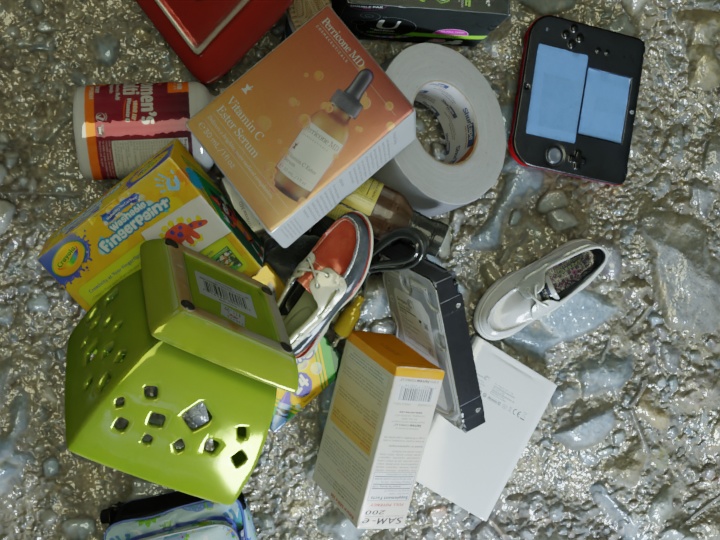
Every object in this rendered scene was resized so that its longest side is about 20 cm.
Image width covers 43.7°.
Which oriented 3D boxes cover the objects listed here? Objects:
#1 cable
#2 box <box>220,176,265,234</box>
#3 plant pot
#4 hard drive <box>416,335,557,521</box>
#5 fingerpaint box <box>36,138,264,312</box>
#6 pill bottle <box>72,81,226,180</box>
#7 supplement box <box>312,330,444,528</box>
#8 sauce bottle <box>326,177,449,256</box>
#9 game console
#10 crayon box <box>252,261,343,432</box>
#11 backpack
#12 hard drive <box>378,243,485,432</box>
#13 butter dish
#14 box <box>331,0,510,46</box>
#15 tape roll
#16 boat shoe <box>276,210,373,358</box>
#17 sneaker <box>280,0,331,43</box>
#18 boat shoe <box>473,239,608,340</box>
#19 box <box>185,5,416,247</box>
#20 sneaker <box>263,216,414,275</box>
[{"bbox_3d":[0.000,0.000,1.059,0.200,0.050,0.098,-42,73,28],"label":"cable"},{"bbox_3d":[-0.070,-0.113,1.118,0.198,0.068,0.083,-25,94,-9],"label":"box"},{"bbox_3d":[-0.184,0.094,0.952,0.198,0.200,0.182,26,110,-29],"label":"plant pot"},{"bbox_3d":[0.157,0.207,1.183,0.131,0.025,0.202,30,85,-9],"label":"hard drive"},{"bbox_3d":[-0.238,-0.023,1.039,0.199,0.074,0.167,-35,113,12],"label":"fingerpaint box"},{"bbox_3d":[-0.234,-0.167,1.068,0.196,0.110,0.112,-4,91,-10],"label":"pill bottle"},{"bbox_3d":[0.019,0.190,1.083,0.073,0.126,0.203,8,102,-31],"label":"supplement box"},{"bbox_3d":[0.008,-0.075,1.054,0.198,0.065,0.065,27,86,-1],"label":"sauce bottle"},{"bbox_3d":[0.291,-0.227,1.201,0.174,0.031,0.204,10,89,-10],"label":"game console"},{"bbox_3d":[-0.124,0.082,1.119,0.125,0.052,0.201,-40,96,-8],"label":"crayon box"},{"bbox_3d":[-0.205,0.373,1.060,0.180,0.147,0.204,-12,95,-7],"label":"backpack"},{"bbox_3d":[0.084,0.080,1.082,0.037,0.139,0.203,-21,115,-21],"label":"hard drive"},{"bbox_3d":[-0.161,-0.364,1.071,0.199,0.148,0.201,-34,97,36],"label":"butter dish"},{"bbox_3d":[0.070,-0.359,1.101,0.196,0.148,0.127,2,89,-9],"label":"box"},{"bbox_3d":[0.086,-0.173,1.108,0.198,0.066,0.204,8,75,-32],"label":"tape roll"},{"bbox_3d":[-0.053,0.020,1.028,0.071,0.062,0.202,43,113,30],"label":"boat shoe"},{"bbox_3d":[-0.049,-0.231,1.094,0.069,0.108,0.203,-13,83,-14],"label":"sneaker"},{"bbox_3d":[0.239,0.026,1.174,0.198,0.068,0.073,-27,95,-9],"label":"boat shoe"},{"bbox_3d":[-0.060,-0.151,0.972,0.199,0.106,0.153,-40,82,-2],"label":"box"},{"bbox_3d":[-0.017,-0.016,1.133,0.198,0.060,0.105,28,112,-30],"label":"sneaker"}]
